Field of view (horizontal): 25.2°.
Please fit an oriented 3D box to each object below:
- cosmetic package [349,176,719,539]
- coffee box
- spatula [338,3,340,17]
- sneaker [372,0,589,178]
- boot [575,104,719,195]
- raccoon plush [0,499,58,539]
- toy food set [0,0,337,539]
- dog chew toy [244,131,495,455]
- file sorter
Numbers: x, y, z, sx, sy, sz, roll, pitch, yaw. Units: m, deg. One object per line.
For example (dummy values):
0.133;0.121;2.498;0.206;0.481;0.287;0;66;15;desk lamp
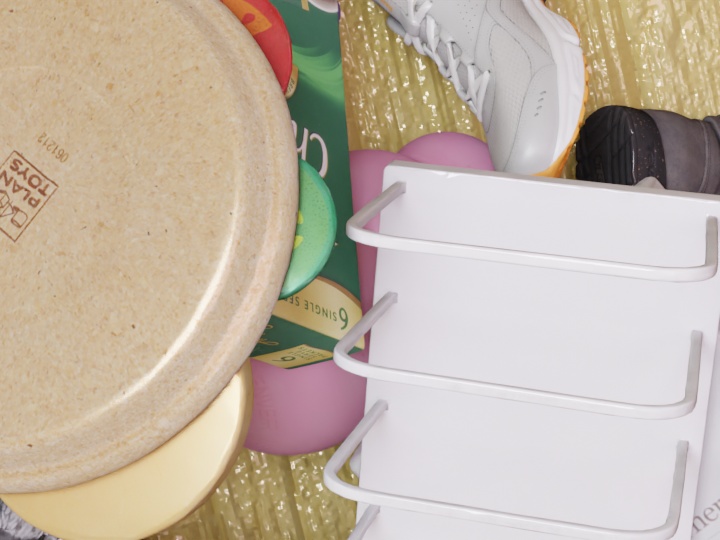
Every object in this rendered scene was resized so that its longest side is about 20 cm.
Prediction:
0.131;0.092;0.749;0.167;0.166;0.200;-41;91;17;cosmetic package
-0.051;-0.068;0.649;0.123;0.044;0.200;26;55;-54;coffee box
-0.057;-0.096;0.730;0.200;0.021;0.057;-12;109;-57;spatula
0.050;-0.114;0.782;0.092;0.076;0.200;3;51;-13;sneaker
0.186;0.007;0.883;0.131;0.070;0.201;1;96;-30;boot
-0.148;0.063;0.676;0.200;0.134;0.097;-28;95;-38;raccoon plush
-0.107;-0.020;0.555;0.200;0.049;0.198;21;84;20;toy food set
0.000;0.000;0.770;0.200;0.124;0.125;-34;105;-29;dog chew toy
0.059;0.073;0.610;0.138;0.125;0.200;7;104;11;file sorter
